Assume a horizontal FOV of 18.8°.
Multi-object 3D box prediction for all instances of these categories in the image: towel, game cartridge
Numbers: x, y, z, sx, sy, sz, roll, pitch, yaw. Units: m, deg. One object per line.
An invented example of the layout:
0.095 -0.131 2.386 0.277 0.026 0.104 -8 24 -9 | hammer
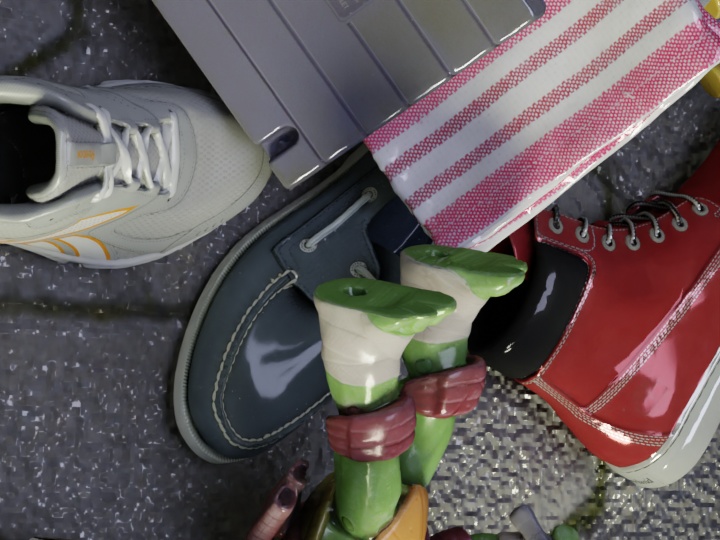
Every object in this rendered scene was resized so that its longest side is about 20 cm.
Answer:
0.029 -0.118 0.845 0.200 0.146 0.030 51 24 1 | towel
-0.033 -0.147 0.822 0.200 0.129 0.038 55 17 -6 | game cartridge

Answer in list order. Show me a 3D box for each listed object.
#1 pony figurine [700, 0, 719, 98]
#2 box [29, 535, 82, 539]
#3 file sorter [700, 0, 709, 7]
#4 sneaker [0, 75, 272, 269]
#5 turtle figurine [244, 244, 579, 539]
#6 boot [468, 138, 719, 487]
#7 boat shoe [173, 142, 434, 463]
0.247 -0.154 1.025 0.200 0.193 0.167 -32 104 -12 | pony figurine
-0.099 0.231 0.798 0.177 0.097 0.200 -47 113 -25 | box
0.112 -0.200 0.940 0.200 0.139 0.125 -48 112 -27 | file sorter
-0.106 -0.037 0.802 0.199 0.092 0.076 -5 91 -37 | sneaker
0.040 0.100 0.820 0.143 0.200 0.195 -5 109 -26 | turtle figurine
0.129 -0.022 0.988 0.144 0.072 0.201 38 71 -27 | boot
0.000 0.000 0.896 0.200 0.062 0.073 -48 116 -27 | boat shoe
